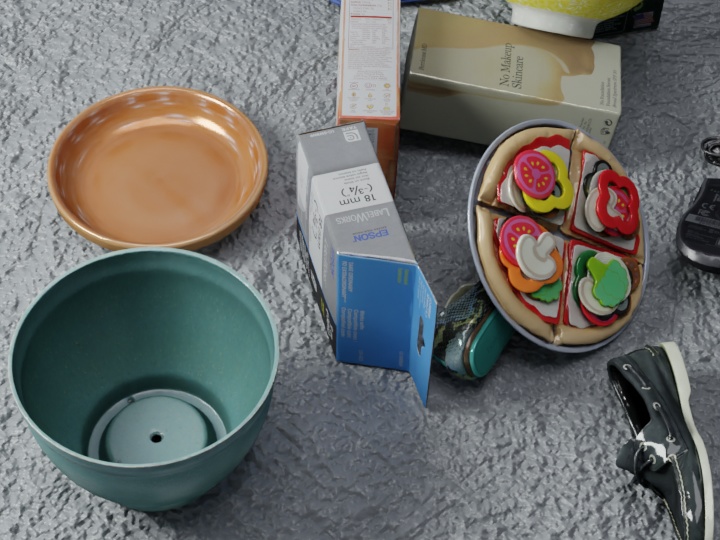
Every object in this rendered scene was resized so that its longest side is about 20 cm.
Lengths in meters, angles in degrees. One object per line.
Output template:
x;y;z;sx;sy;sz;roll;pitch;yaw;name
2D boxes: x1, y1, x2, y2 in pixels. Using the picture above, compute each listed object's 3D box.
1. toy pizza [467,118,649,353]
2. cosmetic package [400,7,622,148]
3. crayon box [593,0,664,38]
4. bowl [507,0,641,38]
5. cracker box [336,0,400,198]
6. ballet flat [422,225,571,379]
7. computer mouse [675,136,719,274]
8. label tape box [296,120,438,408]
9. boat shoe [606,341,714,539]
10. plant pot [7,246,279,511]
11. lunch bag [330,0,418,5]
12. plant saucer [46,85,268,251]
0.175;-0.032;1.281;0.199;0.032;0.201;8;76;-33;toy pizza
0.140;-0.172;1.427;0.199;0.071;0.106;10;48;-3;cosmetic package
0.220;-0.325;1.585;0.126;0.051;0.201;-11;52;-10;crayon box
0.191;-0.279;1.435;0.199;0.108;0.200;11;12;-2;bowl
0.007;-0.162;1.392;0.057;0.134;0.201;2;50;0;cracker box
0.122;0.012;1.302;0.074;0.074;0.200;31;53;22;ballet flat
0.360;-0.043;1.366;0.140;0.046;0.200;13;40;14;computer mouse
0.000;0.000;1.253;0.063;0.145;0.201;-12;52;-11;label tape box
0.231;0.138;1.194;0.066;0.075;0.200;-2;50;-1;boat shoe
-0.161;0.101;1.173;0.199;0.135;0.201;1;50;-1;plant pot
0.018;-0.365;1.591;0.160;0.083;0.201;-10;52;-11;lunch bag
-0.183;-0.086;1.388;0.199;0.038;0.201;1;51;-2;plant saucer
